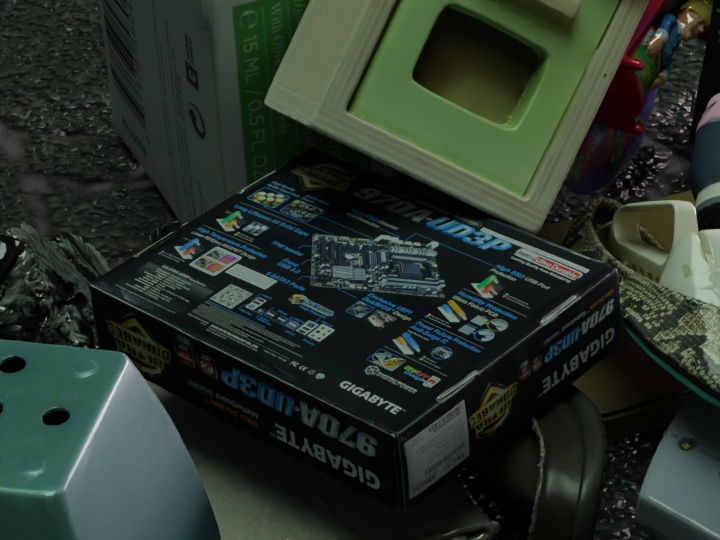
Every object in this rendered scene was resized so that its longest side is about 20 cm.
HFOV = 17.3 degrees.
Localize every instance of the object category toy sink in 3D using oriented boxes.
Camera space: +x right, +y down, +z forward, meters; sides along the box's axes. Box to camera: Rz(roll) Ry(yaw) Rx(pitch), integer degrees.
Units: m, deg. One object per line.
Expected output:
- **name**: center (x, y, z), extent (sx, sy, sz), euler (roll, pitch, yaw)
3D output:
- **toy sink**: center (0.061, -0.138, 1.159), extent (0.130, 0.200, 0.112), euler (26, 2, -17)

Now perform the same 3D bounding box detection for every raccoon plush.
- **raccoon plush**: center (-0.185, 0.055, 1.207), extent (0.134, 0.200, 0.097), euler (-39, 82, 5)

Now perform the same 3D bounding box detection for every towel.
- **towel**: center (-0.033, 0.100, 1.144), extent (0.132, 0.035, 0.200), euler (-16, 36, -19)

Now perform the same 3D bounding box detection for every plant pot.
- **plant pot**: center (-0.136, 0.133, 0.966), extent (0.141, 0.200, 0.141), euler (6, 37, 12)

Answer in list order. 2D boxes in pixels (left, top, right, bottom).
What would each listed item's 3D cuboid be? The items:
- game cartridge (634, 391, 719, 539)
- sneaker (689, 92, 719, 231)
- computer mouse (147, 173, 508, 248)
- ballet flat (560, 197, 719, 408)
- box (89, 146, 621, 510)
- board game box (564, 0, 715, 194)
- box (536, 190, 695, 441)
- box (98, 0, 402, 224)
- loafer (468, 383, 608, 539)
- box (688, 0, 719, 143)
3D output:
- **game cartridge**: center (0.225, 0.081, 1.123), extent (0.133, 0.041, 0.200), euler (32, 52, 26)
- **sneaker**: center (0.266, -0.050, 1.222), extent (0.200, 0.070, 0.082), euler (8, 61, -14)
- **computer mouse**: center (0.000, 0.000, 1.236), extent (0.200, 0.053, 0.138), euler (-19, 35, -22)
- **ballet flat**: center (0.149, 0.005, 1.139), extent (0.068, 0.075, 0.200), euler (12, 12, -23)
- **box**: center (-0.004, 0.020, 1.114), extent (0.200, 0.046, 0.159), euler (23, 43, 36)
- **board game box**: center (0.166, -0.132, 1.299), extent (0.039, 0.200, 0.158), euler (19, 8, 23)
- **box**: center (0.180, 0.013, 1.251), extent (0.200, 0.021, 0.164), euler (-14, 37, -13)
- **box**: center (-0.039, -0.136, 1.327), extent (0.171, 0.199, 0.200), euler (-18, 40, -19)
- **loafer**: center (0.064, 0.078, 1.129), extent (0.071, 0.073, 0.200), euler (2, 25, -13)
- **box**: center (0.283, -0.157, 1.302), extent (0.124, 0.200, 0.148), euler (28, 36, 32)
